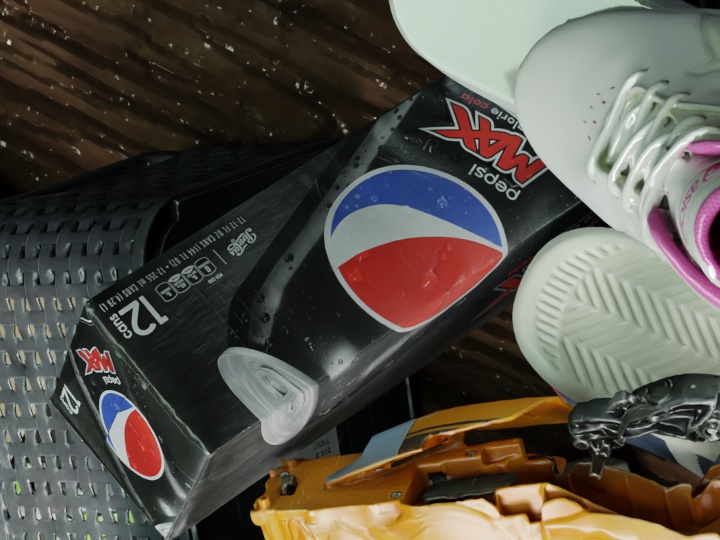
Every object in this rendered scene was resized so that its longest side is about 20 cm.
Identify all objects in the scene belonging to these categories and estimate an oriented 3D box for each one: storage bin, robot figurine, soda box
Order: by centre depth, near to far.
[{"bbox_3d":[0.074,0.094,0.879,0.199,0.058,0.146,-7,116,18],"label":"robot figurine"},{"bbox_3d":[0.000,0.000,0.923,0.063,0.200,0.071,49,150,13],"label":"soda box"},{"bbox_3d":[-0.054,0.063,1.024,0.093,0.135,0.201,-1,103,37],"label":"storage bin"}]

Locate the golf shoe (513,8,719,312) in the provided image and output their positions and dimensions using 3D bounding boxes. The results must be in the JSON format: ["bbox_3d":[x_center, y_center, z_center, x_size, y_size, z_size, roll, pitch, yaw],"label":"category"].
[{"bbox_3d":[0.102,-0.028,0.783,0.200,0.091,0.076,30,106,44],"label":"golf shoe"}]

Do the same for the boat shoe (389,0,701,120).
[{"bbox_3d":[0.101,-0.051,0.898,0.200,0.071,0.070,34,102,7],"label":"boat shoe"}]

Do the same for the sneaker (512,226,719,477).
[{"bbox_3d":[0.140,0.047,0.931,0.199,0.085,0.075,33,90,-1],"label":"sneaker"}]

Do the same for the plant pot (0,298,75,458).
[{"bbox_3d":[-0.257,0.021,1.127,0.177,0.199,0.200,55,130,34],"label":"plant pot"}]

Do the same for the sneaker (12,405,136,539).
[{"bbox_3d":[-0.127,0.131,1.132,0.072,0.083,0.201,31,120,24],"label":"sneaker"}]

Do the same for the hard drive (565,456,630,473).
[{"bbox_3d":[0.011,0.150,0.972,0.026,0.199,0.133,13,114,62],"label":"hard drive"}]

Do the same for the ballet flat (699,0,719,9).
[{"bbox_3d":[0.115,-0.105,0.907,0.200,0.068,0.075,42,149,17],"label":"ballet flat"}]
